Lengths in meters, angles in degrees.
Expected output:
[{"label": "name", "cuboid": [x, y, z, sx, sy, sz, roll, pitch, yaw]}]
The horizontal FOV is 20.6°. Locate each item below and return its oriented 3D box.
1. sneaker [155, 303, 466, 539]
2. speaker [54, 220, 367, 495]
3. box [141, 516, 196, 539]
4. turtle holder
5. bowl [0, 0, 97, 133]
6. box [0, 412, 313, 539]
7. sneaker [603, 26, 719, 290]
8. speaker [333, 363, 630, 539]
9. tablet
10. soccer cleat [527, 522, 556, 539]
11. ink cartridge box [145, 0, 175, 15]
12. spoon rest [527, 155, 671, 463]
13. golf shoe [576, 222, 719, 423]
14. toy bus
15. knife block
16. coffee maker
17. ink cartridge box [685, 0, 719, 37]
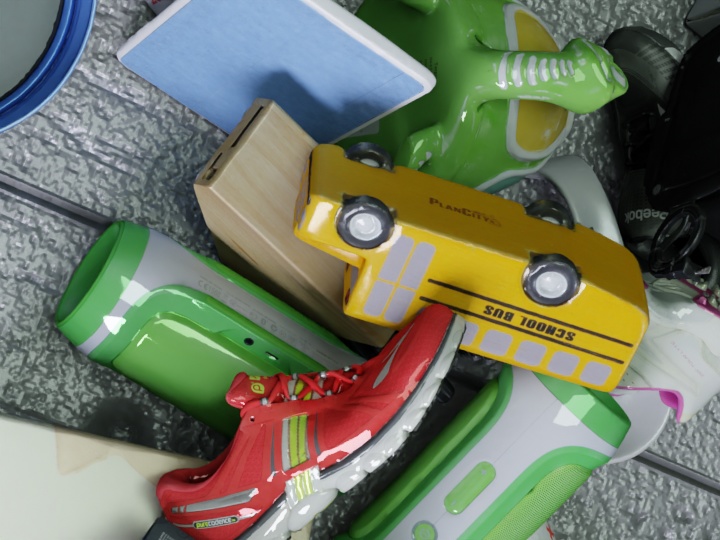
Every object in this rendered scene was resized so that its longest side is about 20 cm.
[{"label": "sneaker", "cuboid": [-0.030, 0.080, 1.056, 0.200, 0.077, 0.085, -42, 95, 11]}, {"label": "speaker", "cuboid": [-0.076, 0.052, 1.160, 0.200, 0.088, 0.089, 33, 77, -17]}, {"label": "box", "cuboid": [-0.083, 0.238, 0.990, 0.158, 0.051, 0.200, 34, 36, -3]}, {"label": "turtle holder", "cuboid": [0.065, -0.114, 1.173, 0.132, 0.186, 0.141, 3, 57, -34]}, {"label": "bowl", "cuboid": [-0.249, -0.167, 1.115, 0.200, 0.039, 0.201, -1, 92, -15]}, {"label": "box", "cuboid": [-0.136, 0.138, 1.130, 0.200, 0.095, 0.078, 16, 81, -21]}, {"label": "sneaker", "cuboid": [0.198, -0.059, 1.271, 0.090, 0.066, 0.200, -32, 102, -43]}, {"label": "speaker", "cuboid": [0.065, 0.136, 1.171, 0.088, 0.088, 0.200, 41, 98, -15]}, {"label": "tablet", "cuboid": [-0.052, -0.116, 1.115, 0.130, 0.200, 0.014, 32, 67, -17]}, {"label": "soccer cleat", "cuboid": [0.113, 0.229, 1.226, 0.069, 0.085, 0.200, -10, 92, -21]}, {"label": "ink cartridge box", "cuboid": [-0.102, -0.268, 1.130, 0.146, 0.147, 0.200, -43, 103, -18]}, {"label": "spoon rest", "cuboid": [0.147, 0.025, 1.262, 0.099, 0.061, 0.200, -13, 92, -21]}, {"label": "golf shoe", "cuboid": [0.149, 0.030, 1.203, 0.200, 0.075, 0.092, 24, 108, -16]}, {"label": "toy bus", "cuboid": [0.058, -0.002, 1.087, 0.200, 0.065, 0.078, 17, 123, -10]}, {"label": "knife block", "cuboid": [0.000, 0.000, 1.149, 0.175, 0.200, 0.064, 31, 75, 13]}, {"label": "coffee maker", "cuboid": [0.280, -0.036, 1.220, 0.200, 0.135, 0.192, 32, 82, -23]}, {"label": "ink cartridge box", "cuboid": [0.341, -0.173, 1.333, 0.200, 0.083, 0.145, 36, 76, -16]}]
